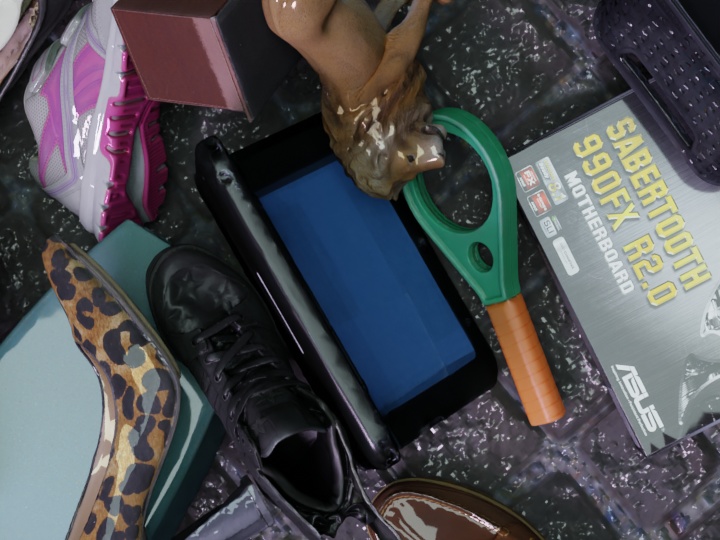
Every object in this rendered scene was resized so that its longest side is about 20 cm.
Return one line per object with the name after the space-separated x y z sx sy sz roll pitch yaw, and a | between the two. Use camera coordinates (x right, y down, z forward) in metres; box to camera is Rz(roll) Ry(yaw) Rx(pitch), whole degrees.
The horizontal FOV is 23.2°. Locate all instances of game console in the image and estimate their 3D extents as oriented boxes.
0.000 0.000 1.003 0.116 0.176 0.201 -31 87 -7 | game console

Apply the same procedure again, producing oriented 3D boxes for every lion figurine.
-0.011 -0.136 0.990 0.072 0.200 0.123 12 67 46 | lion figurine

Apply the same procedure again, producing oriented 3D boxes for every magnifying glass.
0.078 -0.002 1.067 0.079 0.022 0.202 -16 99 47 | magnifying glass

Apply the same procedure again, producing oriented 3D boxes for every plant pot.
-0.148 0.080 1.041 0.140 0.141 0.201 31 89 4 | plant pot

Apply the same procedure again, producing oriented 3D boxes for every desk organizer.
-0.055 -0.183 1.029 0.076 0.072 0.201 10 49 30 | desk organizer

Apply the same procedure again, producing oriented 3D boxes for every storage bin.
0.251 -0.160 1.006 0.199 0.094 0.136 -36 87 -20 | storage bin

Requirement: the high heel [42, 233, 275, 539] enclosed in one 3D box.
-0.155 0.094 0.938 0.142 0.071 0.201 -33 91 -8 | high heel

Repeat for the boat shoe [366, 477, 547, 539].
0.092 0.191 1.056 0.199 0.068 0.072 33 91 4 | boat shoe

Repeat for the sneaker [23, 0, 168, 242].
-0.159 -0.120 1.054 0.087 0.081 0.202 22 108 23 | sneaker

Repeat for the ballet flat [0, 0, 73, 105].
-0.245 -0.118 1.059 0.068 0.068 0.201 35 107 -5 | ballet flat

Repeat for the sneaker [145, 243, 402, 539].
-0.046 0.074 0.938 0.060 0.104 0.201 -31 99 -12 | sneaker

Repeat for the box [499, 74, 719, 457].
0.195 -0.012 1.062 0.157 0.048 0.202 -26 88 3 | box
